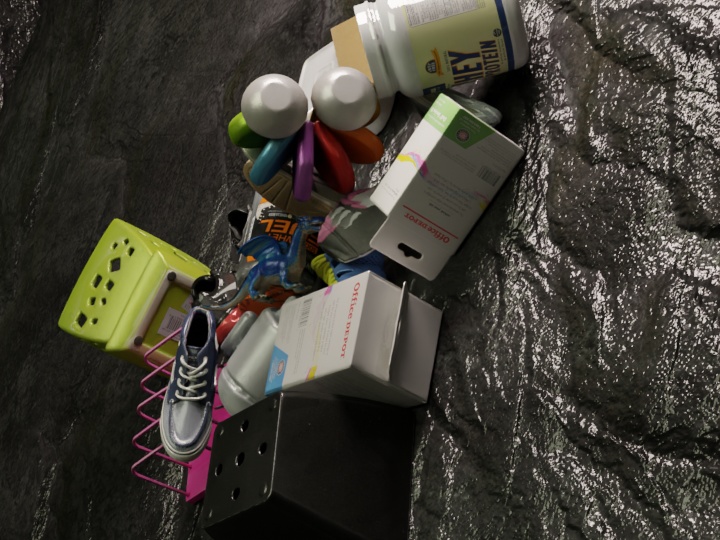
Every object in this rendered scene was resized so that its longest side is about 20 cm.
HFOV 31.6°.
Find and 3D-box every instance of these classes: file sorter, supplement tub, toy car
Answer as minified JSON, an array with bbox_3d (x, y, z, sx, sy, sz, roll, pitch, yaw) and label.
[{"bbox_3d":[-0.242,0.201,1.823,0.139,0.125,0.201,-35,40,36],"label":"file sorter"},{"bbox_3d":[0.103,-0.305,1.624,0.199,0.145,0.145,-15,43,4],"label":"supplement tub"},{"bbox_3d":[-0.066,-0.162,1.628,0.175,0.199,0.151,119,142,-73],"label":"toy car"},{"bbox_3d":[-0.107,-0.028,1.808,0.122,0.122,0.201,-22,49,46],"label":"supplement tub"}]

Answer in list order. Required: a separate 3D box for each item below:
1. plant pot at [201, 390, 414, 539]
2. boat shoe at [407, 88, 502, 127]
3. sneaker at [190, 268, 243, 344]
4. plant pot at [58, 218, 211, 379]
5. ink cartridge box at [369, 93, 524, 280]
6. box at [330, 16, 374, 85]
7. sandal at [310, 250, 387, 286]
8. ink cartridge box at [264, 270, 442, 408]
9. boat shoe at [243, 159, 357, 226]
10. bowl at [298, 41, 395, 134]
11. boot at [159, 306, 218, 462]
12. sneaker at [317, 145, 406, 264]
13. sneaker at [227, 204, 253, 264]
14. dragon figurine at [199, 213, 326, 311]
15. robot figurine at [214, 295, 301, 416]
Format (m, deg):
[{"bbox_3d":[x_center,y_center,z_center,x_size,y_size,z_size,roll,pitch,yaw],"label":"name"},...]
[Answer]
[{"bbox_3d":[-0.072,0.251,1.487,0.199,0.177,0.201,-30,44,41],"label":"plant pot"},{"bbox_3d":[0.116,-0.218,1.687,0.065,0.074,0.202,-40,33,-2],"label":"boat shoe"},{"bbox_3d":[-0.195,0.031,1.872,0.071,0.098,0.201,-49,8,24],"label":"sneaker"},{"bbox_3d":[-0.317,0.061,1.983,0.181,0.200,0.200,23,85,51],"label":"plant pot"},{"bbox_3d":[0.095,-0.101,1.575,0.200,0.117,0.067,-55,31,9],"label":"ink cartridge box"},{"bbox_3d":[0.057,-0.339,1.833,0.199,0.021,0.164,-25,46,14],"label":"box"},{"bbox_3d":[0.000,0.000,1.678,0.087,0.079,0.200,-54,33,5],"label":"sandal"},{"bbox_3d":[-0.001,0.097,1.551,0.200,0.125,0.129,-20,50,47],"label":"ink cartridge box"},{"bbox_3d":[-0.065,-0.110,1.751,0.072,0.199,0.065,-48,18,57],"label":"boat shoe"},{"bbox_3d":[-0.032,-0.275,1.942,0.199,0.074,0.201,-22,50,47],"label":"bowl"},{"bbox_3d":[-0.229,0.149,1.704,0.091,0.072,0.201,98,174,-53],"label":"boot"},{"bbox_3d":[0.037,-0.078,1.663,0.200,0.086,0.080,-39,73,-1],"label":"sneaker"},{"bbox_3d":[-0.154,-0.077,1.932,0.060,0.104,0.200,-40,37,32],"label":"sneaker"},{"bbox_3d":[-0.124,-0.011,1.696,0.199,0.059,0.100,-20,75,21],"label":"dragon figurine"},{"bbox_3d":[-0.115,0.130,1.704,0.170,0.113,0.200,42,102,26],"label":"robot figurine"}]
